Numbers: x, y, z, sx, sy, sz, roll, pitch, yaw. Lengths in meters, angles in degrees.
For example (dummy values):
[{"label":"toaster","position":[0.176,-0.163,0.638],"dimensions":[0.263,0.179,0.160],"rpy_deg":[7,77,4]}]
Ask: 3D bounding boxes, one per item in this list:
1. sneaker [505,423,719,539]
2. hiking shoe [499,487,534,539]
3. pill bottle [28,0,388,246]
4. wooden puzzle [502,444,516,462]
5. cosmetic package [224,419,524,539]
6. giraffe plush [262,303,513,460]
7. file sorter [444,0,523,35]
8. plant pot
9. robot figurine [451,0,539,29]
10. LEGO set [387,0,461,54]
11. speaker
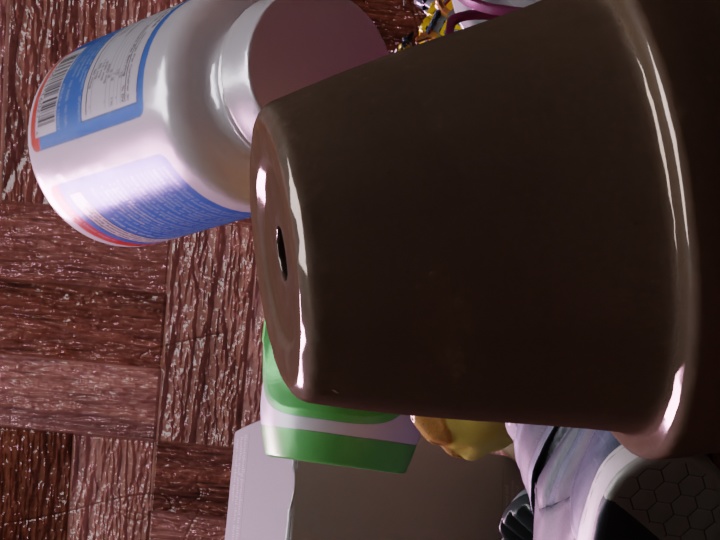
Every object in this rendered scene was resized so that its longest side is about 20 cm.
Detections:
[{"label":"sneaker","position":[0.097,0.130,1.218],"dimensions":[0.146,0.077,0.203],"rpy_deg":[-111,34,-61]},{"label":"hiking shoe","position":[0.112,0.154,1.371],"dimensions":[0.087,0.074,0.200],"rpy_deg":[-53,-21,-35]},{"label":"pill bottle","position":[-0.073,-0.078,1.401],"dimensions":[0.200,0.112,0.112],"rpy_deg":[-12,70,55]},{"label":"wooden puzzle","position":[0.046,0.030,1.582],"dimensions":[0.046,0.185,0.200],"rpy_deg":[-47,-35,-7]},{"label":"cosmetic package","position":[0.025,0.153,1.635],"dimensions":[0.090,0.200,0.107],"rpy_deg":[-30,48,56]},{"label":"giraffe plush","position":[0.037,-0.008,1.292],"dimensions":[0.200,0.162,0.173],"rpy_deg":[24,91,51]},{"label":"file sorter","position":[0.107,-0.176,1.270],"dimensions":[0.139,0.125,0.200],"rpy_deg":[-87,3,-65]},{"label":"plant pot","position":[0.052,-0.019,1.075],"dimensions":[0.200,0.174,0.201],"rpy_deg":[173,90,-80]},{"label":"robot figurine","position":[0.106,-0.155,1.478],"dimensions":[0.170,0.113,0.200],"rpy_deg":[-45,2,-1]},{"label":"LEGO set","position":[0.067,-0.175,1.672],"dimensions":[0.200,0.116,0.154],"rpy_deg":[-51,-19,-17]},{"label":"speaker","position":[0.000,0.000,1.449],"dimensions":[0.088,0.088,0.200],"rpy_deg":[119,158,-86]}]
